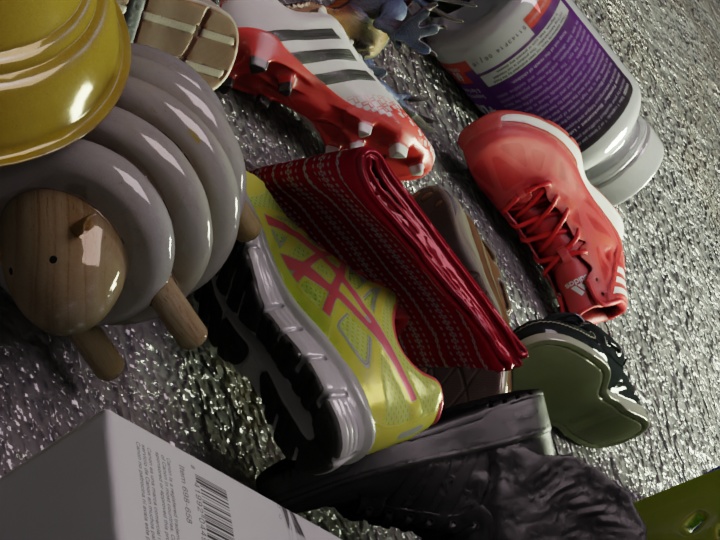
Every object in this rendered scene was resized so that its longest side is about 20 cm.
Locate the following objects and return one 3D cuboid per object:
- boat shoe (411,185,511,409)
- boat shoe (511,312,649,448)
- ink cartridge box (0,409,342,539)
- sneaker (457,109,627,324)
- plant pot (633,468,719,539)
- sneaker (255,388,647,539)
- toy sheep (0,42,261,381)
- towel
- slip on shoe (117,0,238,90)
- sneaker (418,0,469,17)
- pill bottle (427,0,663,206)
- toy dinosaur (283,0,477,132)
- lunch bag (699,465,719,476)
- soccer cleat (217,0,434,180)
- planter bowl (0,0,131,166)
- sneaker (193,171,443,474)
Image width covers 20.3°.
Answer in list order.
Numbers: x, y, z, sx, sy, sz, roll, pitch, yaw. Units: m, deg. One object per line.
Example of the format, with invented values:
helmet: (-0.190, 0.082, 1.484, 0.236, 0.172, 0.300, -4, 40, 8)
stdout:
boat shoe: (0.069, 0.035, 1.284, 0.072, 0.075, 0.201, 38, 33, -42)
boat shoe: (0.143, 0.063, 1.383, 0.199, 0.074, 0.066, 32, 38, -53)
ink cartridge box: (-0.062, 0.171, 0.856, 0.200, 0.084, 0.145, 35, 33, -41)
sneaker: (0.150, -0.030, 1.510, 0.200, 0.078, 0.116, 36, 32, -40)
plant pot: (0.178, 0.254, 1.100, 0.199, 0.199, 0.182, 53, 32, -13)
sneaker: (0.050, 0.128, 1.062, 0.060, 0.199, 0.105, 173, -98, -70)
toy sheep: (-0.114, -0.038, 0.949, 0.138, 0.138, 0.200, 49, 29, -20)
towel: (0.000, 0.000, 1.097, 0.022, 0.200, 0.145, -42, 105, -21)
slip on shoe: (-0.152, -0.148, 1.090, 0.060, 0.076, 0.199, 26, 8, 42)
sneaker: (0.005, -0.265, 1.527, 0.200, 0.082, 0.073, 42, 67, -3)
pill bottle: (0.153, -0.145, 1.605, 0.200, 0.111, 0.112, 47, 27, -25)
toy dinosaur: (0.007, -0.184, 1.410, 0.199, 0.105, 0.182, 31, 14, -26)
lunch bag: (0.330, 0.204, 1.436, 0.170, 0.199, 0.127, 56, 25, -5)
soccer cleat: (-0.019, -0.121, 1.292, 0.200, 0.068, 0.086, 30, 53, -39)
planter bowl: (-0.187, -0.141, 0.861, 0.199, 0.084, 0.201, 12, 42, -12)
sneaker: (-0.023, 0.023, 1.052, 0.090, 0.078, 0.200, -8, 50, -28)
